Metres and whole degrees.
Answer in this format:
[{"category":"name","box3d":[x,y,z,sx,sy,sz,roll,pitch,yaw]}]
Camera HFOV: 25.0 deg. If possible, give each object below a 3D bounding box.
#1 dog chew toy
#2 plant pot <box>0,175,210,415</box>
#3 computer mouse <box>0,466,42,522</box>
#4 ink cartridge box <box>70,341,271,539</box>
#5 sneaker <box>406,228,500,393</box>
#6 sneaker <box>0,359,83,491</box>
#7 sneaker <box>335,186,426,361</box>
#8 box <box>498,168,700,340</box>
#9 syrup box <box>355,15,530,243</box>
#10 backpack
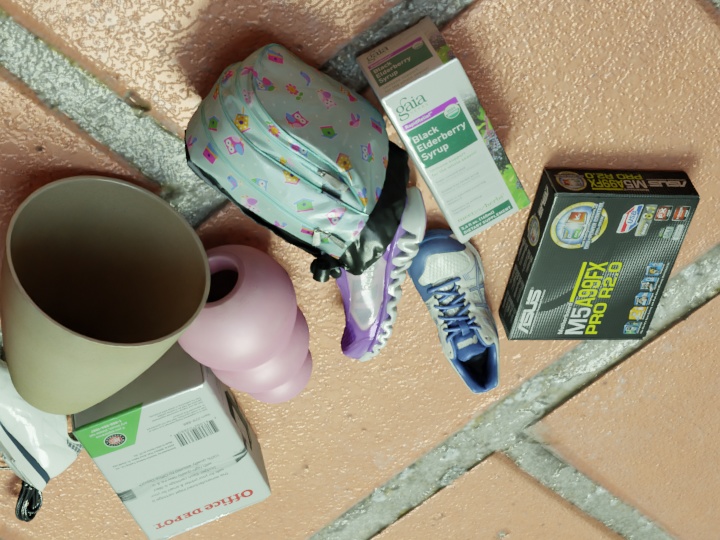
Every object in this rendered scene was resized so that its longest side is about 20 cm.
[{"category":"dog chew toy","box3d":[-0.108,0.063,1.608,0.124,0.125,0.200,-23,141,5]},{"category":"plant pot","box3d":[-0.262,0.045,1.521,0.187,0.187,0.200,9,142,-23]},{"category":"computer mouse","box3d":[-0.423,0.213,1.696,0.200,0.044,0.110,8,129,-22]},{"category":"ink cartridge box","box3d":[-0.197,0.176,1.700,0.146,0.084,0.200,-21,133,3]},{"category":"sneaker","box3d":[0.106,0.043,1.668,0.075,0.088,0.200,-23,131,7]},{"category":"sneaker","box3d":[-0.351,0.129,1.634,0.080,0.076,0.200,-41,127,-19]},{"category":"sneaker","box3d":[0.000,0.000,1.612,0.088,0.081,0.200,7,124,-13]},{"category":"box","box3d":[0.244,-0.013,1.686,0.160,0.044,0.200,0,130,-17]},{"category":"syrup box","box3d":[0.078,-0.129,1.509,0.079,0.081,0.200,-30,133,3]},{"category":"backpack","box3d":[-0.054,-0.105,1.453,0.200,0.167,0.127,33,121,-19]}]
